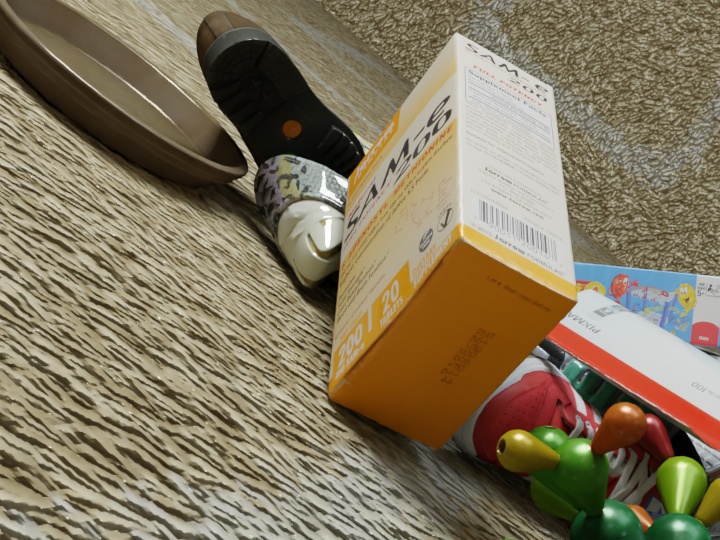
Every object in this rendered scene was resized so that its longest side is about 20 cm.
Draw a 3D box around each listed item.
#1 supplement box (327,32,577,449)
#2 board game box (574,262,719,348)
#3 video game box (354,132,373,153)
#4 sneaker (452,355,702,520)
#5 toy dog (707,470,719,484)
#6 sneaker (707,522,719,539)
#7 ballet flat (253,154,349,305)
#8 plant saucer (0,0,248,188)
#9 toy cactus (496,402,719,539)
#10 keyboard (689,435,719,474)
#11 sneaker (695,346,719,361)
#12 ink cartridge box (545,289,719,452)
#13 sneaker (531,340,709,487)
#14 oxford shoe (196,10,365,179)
[{"bbox_3d":[0.047,-0.021,0.750,0.073,0.126,0.200,27,34,-17],"label":"supplement box"},{"bbox_3d":[0.209,0.025,1.166,0.200,0.056,0.196,6,0,13],"label":"board game box"},{"bbox_3d":[0.005,-0.074,1.216,0.182,0.047,0.200,31,14,-48],"label":"video game box"},{"bbox_3d":[0.135,0.118,0.797,0.112,0.071,0.200,43,9,35],"label":"sneaker"},{"bbox_3d":[0.260,0.133,1.043,0.200,0.132,0.096,40,-30,57],"label":"toy dog"},{"bbox_3d":[0.209,0.182,0.773,0.060,0.104,0.200,10,27,40],"label":"sneaker"},{"bbox_3d":[0.000,0.000,0.854,0.200,0.072,0.072,41,11,12],"label":"ballet flat"},{"bbox_3d":[-0.158,-0.116,0.883,0.200,0.029,0.200,37,11,-8],"label":"plant saucer"},{"bbox_3d":[0.137,0.138,0.644,0.165,0.102,0.200,58,24,15],"label":"toy cactus"},{"bbox_3d":[0.214,0.096,1.019,0.200,0.056,0.011,39,-32,57],"label":"keyboard"},{"bbox_3d":[0.366,0.120,1.293,0.200,0.076,0.088,31,14,-38],"label":"sneaker"},{"bbox_3d":[0.182,0.057,0.846,0.160,0.047,0.200,34,4,36],"label":"ink cartridge box"},{"bbox_3d":[0.181,0.114,0.973,0.200,0.074,0.088,46,8,35],"label":"sneaker"},{"bbox_3d":[-0.050,-0.100,0.936,0.084,0.073,0.200,58,-3,48],"label":"oxford shoe"}]
